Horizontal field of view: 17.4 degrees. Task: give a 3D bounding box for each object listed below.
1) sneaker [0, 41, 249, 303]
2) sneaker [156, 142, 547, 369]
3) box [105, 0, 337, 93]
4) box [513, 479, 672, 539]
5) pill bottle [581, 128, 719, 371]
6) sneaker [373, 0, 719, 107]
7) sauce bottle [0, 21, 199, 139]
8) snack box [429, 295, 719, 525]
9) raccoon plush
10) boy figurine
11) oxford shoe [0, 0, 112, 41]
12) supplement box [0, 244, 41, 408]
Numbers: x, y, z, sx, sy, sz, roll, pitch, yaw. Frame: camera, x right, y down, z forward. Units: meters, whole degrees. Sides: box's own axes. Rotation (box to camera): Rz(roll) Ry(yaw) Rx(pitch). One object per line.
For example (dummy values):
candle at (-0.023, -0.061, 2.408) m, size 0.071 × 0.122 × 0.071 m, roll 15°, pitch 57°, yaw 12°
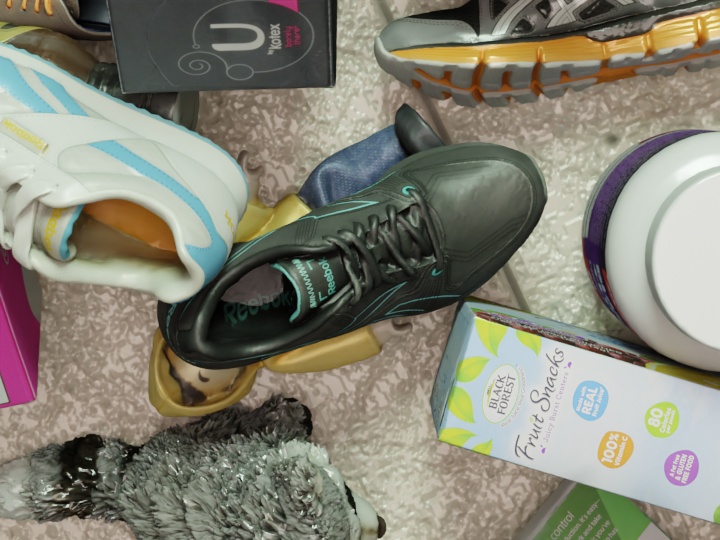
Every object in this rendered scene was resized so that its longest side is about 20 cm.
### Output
sneaker at (-0.152, -0.047, 1.084) m, size 0.200 × 0.081 × 0.077 m, roll 18°, pitch 124°, yaw -2°
sneaker at (0.000, 0.000, 1.122) m, size 0.200 × 0.079 × 0.075 m, roll -25°, pitch 96°, yaw -1°
box at (-0.063, -0.197, 1.099) m, size 0.106 × 0.122 × 0.200 m, roll -1°, pitch 59°, yaw 1°
box at (0.140, 0.217, 1.196) m, size 0.200 × 0.036 × 0.144 m, roll 45°, pitch 69°, yaw -4°
pill bottle at (0.168, -0.011, 1.117) m, size 0.111 × 0.200 × 0.112 m, roll 0°, pitch 94°, yaw 0°
sneaker at (0.104, -0.131, 1.178) m, size 0.200 × 0.078 × 0.077 m, roll -9°, pitch 82°, yaw -2°
sauce bottle at (-0.178, -0.090, 1.150) m, size 0.200 × 0.065 × 0.065 m, roll 10°, pitch 95°, yaw 11°
snack box at (0.137, 0.072, 1.142) m, size 0.200 × 0.169 × 0.068 m, roll 18°, pitch 93°, yaw 0°
raccoon plush at (-0.089, 0.128, 1.166) m, size 0.200 × 0.134 × 0.097 m, roll -13°, pitch 96°, yaw 2°
boy figurine at (-0.034, -0.002, 1.191) m, size 0.200 × 0.064 × 0.124 m, roll -37°, pitch 96°, yaw 0°
oxford shoe at (-0.159, -0.148, 1.173) m, size 0.200 × 0.073 × 0.071 m, roll 2°, pitch 95°, yaw 0°
supplement box at (-0.266, 0.019, 1.160) m, size 0.200 × 0.101 × 0.103 m, roll -11°, pitch 123°, yaw 0°
